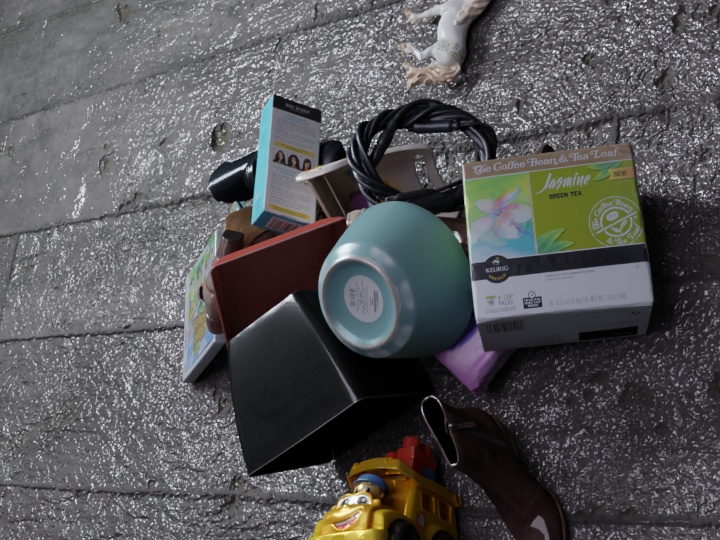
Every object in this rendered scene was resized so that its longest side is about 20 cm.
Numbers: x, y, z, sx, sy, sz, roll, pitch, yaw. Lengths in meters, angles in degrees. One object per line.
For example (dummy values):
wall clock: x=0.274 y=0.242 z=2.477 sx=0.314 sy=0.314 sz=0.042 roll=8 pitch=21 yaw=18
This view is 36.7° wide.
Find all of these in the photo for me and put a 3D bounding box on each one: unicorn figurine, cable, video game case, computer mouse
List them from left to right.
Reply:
video game case: x=-0.245 y=0.060 z=1.702 sx=0.200 sy=0.022 sz=0.184 roll=135 pitch=138 yaw=-58
computer mouse: x=-0.063 y=-0.102 z=1.584 sx=0.058 sy=0.034 sz=0.202 roll=1 pitch=68 yaw=29
cable: x=0.084 y=-0.148 z=1.425 sx=0.198 sy=0.051 sz=0.164 roll=-22 pitch=68 yaw=-9
unicorn figurine: x=0.128 y=-0.362 z=1.592 sx=0.136 sy=0.074 sz=0.203 roll=1 pitch=88 yaw=31

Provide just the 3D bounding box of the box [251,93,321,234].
box: x=-0.106 y=-0.152 z=1.575 sx=0.049 sy=0.082 sz=0.202 roll=-41 pitch=39 yaw=51

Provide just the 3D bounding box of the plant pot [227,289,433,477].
plant pot: x=-0.058 y=0.137 z=1.431 sx=0.199 sy=0.199 sz=0.179 roll=-36 pitch=69 yaw=24

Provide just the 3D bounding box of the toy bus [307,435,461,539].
toy bus: x=0.038 y=0.292 z=1.325 sx=0.135 sy=0.200 sz=0.194 roll=-15 pitch=56 yaw=34

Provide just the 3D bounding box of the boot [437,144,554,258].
boot: x=0.165 y=-0.071 z=1.447 sx=0.199 sy=0.064 sz=0.188 roll=-1 pitch=72 yaw=43

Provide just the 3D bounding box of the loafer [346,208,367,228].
loafer: x=0.000 y=0.000 z=1.463 sx=0.062 sy=0.201 sz=0.072 roll=-3 pitch=47 yaw=14

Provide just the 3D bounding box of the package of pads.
package of pads: x=0.120 y=0.049 z=1.387 sx=0.200 sy=0.076 sz=0.121 roll=43 pitch=102 yaw=18

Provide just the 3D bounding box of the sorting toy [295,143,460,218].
sorting toy: x=0.038 y=-0.098 z=1.511 sx=0.178 sy=0.201 sz=0.107 roll=-19 pitch=29 yaw=19

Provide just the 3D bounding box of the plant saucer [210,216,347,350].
plant saucer: x=-0.105 y=0.022 z=1.492 sx=0.198 sy=0.201 sz=0.037 roll=-21 pitch=47 yaw=-15

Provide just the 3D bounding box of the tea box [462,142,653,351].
tea box: x=0.227 y=-0.024 z=1.270 sx=0.198 sy=0.134 sz=0.199 roll=-7 pitch=70 yaw=8

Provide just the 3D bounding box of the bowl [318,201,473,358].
bowl: x=0.026 y=0.026 z=1.317 sx=0.199 sy=0.105 sz=0.203 roll=13 pitch=114 yaw=33

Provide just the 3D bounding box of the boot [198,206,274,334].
boot: x=-0.177 y=0.000 z=1.572 sx=0.070 sy=0.200 sz=0.148 roll=17 pitch=113 yaw=13

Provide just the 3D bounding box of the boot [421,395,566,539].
boot: x=0.150 y=0.244 z=1.261 sx=0.072 sy=0.166 sz=0.201 roll=-40 pitch=52 yaw=21

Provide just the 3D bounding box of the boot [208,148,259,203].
boot: x=-0.172 y=-0.143 z=1.695 sx=0.167 sy=0.077 sz=0.200 roll=-23 pitch=15 yaw=31

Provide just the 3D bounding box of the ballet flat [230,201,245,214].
ballet flat: x=-0.166 y=-0.013 z=1.657 sx=0.074 sy=0.074 sz=0.201 roll=-39 pitch=70 yaw=22

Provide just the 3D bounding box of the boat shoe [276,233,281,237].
boat shoe: x=-0.119 y=0.038 z=1.586 sx=0.061 sy=0.071 sz=0.203 roll=166 pitch=119 yaw=-84

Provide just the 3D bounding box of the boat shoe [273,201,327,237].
boat shoe: x=-0.067 y=-0.078 z=1.637 sx=0.199 sy=0.072 sz=0.065 roll=-28 pitch=53 yaw=23
